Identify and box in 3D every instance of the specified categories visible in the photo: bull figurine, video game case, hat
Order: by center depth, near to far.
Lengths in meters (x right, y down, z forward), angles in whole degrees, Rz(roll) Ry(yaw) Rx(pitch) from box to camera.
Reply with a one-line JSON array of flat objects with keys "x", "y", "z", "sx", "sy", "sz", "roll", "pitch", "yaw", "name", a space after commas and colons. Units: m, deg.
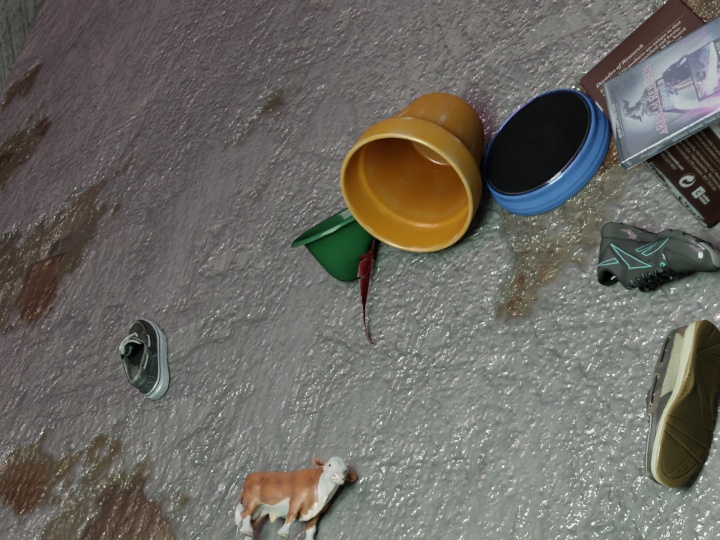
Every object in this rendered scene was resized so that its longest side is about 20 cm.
[{"x": 0.377, "y": -0.214, "z": 1.586, "sx": 0.200, "sy": 0.019, "sz": 0.143, "roll": -28, "pitch": 42, "yaw": 26, "name": "video game case"}, {"x": -0.093, "y": 0.316, "z": 1.877, "sx": 0.200, "sy": 0.065, "sz": 0.122, "roll": -12, "pitch": 47, "yaw": 43, "name": "bull figurine"}, {"x": 0.000, "y": 0.000, "z": 2.105, "sx": 0.200, "sy": 0.176, "sz": 0.165, "roll": -34, "pitch": 9, "yaw": -35, "name": "hat"}]

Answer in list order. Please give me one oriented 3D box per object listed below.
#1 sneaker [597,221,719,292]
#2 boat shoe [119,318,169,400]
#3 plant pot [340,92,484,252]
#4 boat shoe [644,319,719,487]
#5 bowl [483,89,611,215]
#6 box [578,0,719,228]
[{"x": 0.362, "y": -0.008, "z": 1.673, "sx": 0.200, "sy": 0.075, "sz": 0.080, "roll": 11, "pitch": 78, "yaw": 60, "name": "sneaker"}, {"x": -0.374, "y": 0.137, "z": 2.348, "sx": 0.072, "sy": 0.071, "sz": 0.200, "roll": -44, "pitch": 35, "yaw": 9, "name": "boat shoe"}, {"x": 0.095, "y": -0.159, "z": 2.003, "sx": 0.200, "sy": 0.200, "sz": 0.183, "roll": -20, "pitch": 26, "yaw": 37, "name": "plant pot"}, {"x": 0.353, "y": 0.151, "z": 1.537, "sx": 0.065, "sy": 0.073, "sz": 0.200, "roll": -16, "pitch": 43, "yaw": 54, "name": "boat shoe"}, {"x": 0.259, "y": -0.171, "z": 1.950, "sx": 0.200, "sy": 0.039, "sz": 0.201, "roll": -29, "pitch": 40, "yaw": 28, "name": "bowl"}, {"x": 0.407, "y": -0.196, "z": 1.695, "sx": 0.164, "sy": 0.166, "sz": 0.200, "roll": -42, "pitch": 36, "yaw": 13, "name": "box"}]
